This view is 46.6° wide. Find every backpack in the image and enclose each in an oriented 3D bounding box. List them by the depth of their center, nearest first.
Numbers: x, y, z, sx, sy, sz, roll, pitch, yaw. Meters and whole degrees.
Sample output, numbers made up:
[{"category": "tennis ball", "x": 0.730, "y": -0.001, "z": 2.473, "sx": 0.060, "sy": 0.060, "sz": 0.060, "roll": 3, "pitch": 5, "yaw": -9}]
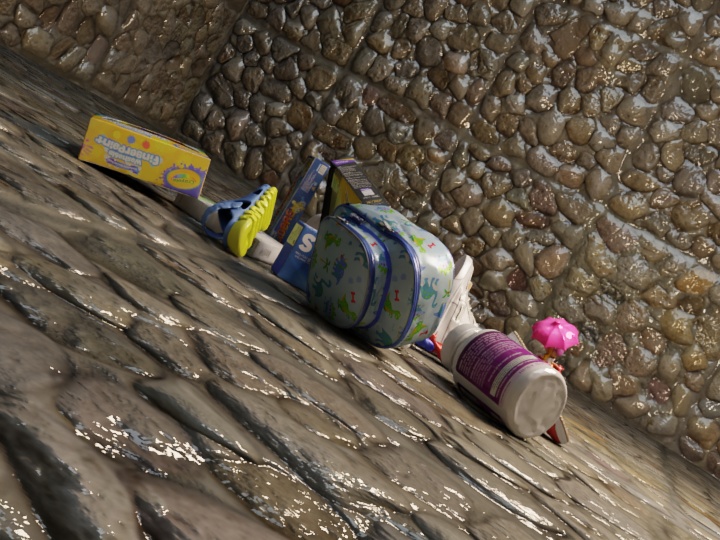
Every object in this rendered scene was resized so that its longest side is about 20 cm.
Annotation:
[{"category": "backpack", "x": 0.022, "y": 0.014, "z": 1.201, "sx": 0.146, "sy": 0.185, "sz": 0.199, "roll": -6, "pitch": 28, "yaw": -44}]

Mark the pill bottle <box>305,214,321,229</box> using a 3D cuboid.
[{"category": "pill bottle", "x": -0.043, "y": -0.044, "z": 1.957, "sx": 0.199, "sy": 0.110, "sz": 0.109, "roll": 28, "pitch": 4, "yaw": -34}]

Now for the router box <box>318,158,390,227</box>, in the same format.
[{"category": "router box", "x": -0.018, "y": -0.083, "z": 1.571, "sx": 0.052, "sy": 0.202, "sz": 0.158, "roll": -11, "pitch": 44, "yaw": -27}]

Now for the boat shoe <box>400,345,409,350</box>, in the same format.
[{"category": "boat shoe", "x": 0.044, "y": 0.029, "z": 1.360, "sx": 0.202, "sy": 0.068, "sz": 0.072, "roll": 62, "pitch": -10, "yaw": 3}]

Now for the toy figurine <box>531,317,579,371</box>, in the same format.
[{"category": "toy figurine", "x": 0.368, "y": 0.184, "z": 1.657, "sx": 0.149, "sy": 0.185, "sz": 0.200, "roll": 32, "pitch": 3, "yaw": 30}]

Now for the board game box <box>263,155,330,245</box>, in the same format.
[{"category": "board game box", "x": -0.129, "y": -0.124, "z": 1.599, "sx": 0.034, "sy": 0.201, "sz": 0.135, "roll": 30, "pitch": 3, "yaw": -12}]

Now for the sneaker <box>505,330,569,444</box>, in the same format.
[{"category": "sneaker", "x": 0.259, "y": 0.215, "z": 1.388, "sx": 0.202, "sy": 0.112, "sz": 0.071, "roll": 61, "pitch": 4, "yaw": 4}]

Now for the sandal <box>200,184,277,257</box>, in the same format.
[{"category": "sandal", "x": -0.194, "y": -0.095, "z": 1.356, "sx": 0.086, "sy": 0.080, "sz": 0.200, "roll": 18, "pitch": 24, "yaw": 7}]

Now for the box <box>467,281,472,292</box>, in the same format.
[{"category": "box", "x": 0.097, "y": 0.036, "z": 1.672, "sx": 0.199, "sy": 0.153, "sz": 0.106, "roll": 27, "pitch": 5, "yaw": -36}]

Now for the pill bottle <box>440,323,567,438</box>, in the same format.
[{"category": "pill bottle", "x": 0.208, "y": 0.157, "z": 1.261, "sx": 0.112, "sy": 0.113, "sz": 0.200, "roll": 28, "pitch": 5, "yaw": -36}]

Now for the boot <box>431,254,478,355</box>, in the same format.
[{"category": "boot", "x": 0.187, "y": 0.077, "z": 1.600, "sx": 0.095, "sy": 0.201, "sz": 0.073, "roll": 33, "pitch": -15, "yaw": -11}]

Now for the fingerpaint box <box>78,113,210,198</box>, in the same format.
[{"category": "fingerpaint box", "x": -0.361, "y": -0.196, "z": 1.402, "sx": 0.198, "sy": 0.074, "sz": 0.167, "roll": 18, "pitch": 8, "yaw": -18}]

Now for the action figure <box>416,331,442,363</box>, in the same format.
[{"category": "action figure", "x": 0.118, "y": 0.126, "z": 1.490, "sx": 0.199, "sy": 0.052, "sz": 0.065, "roll": 33, "pitch": -1, "yaw": -7}]

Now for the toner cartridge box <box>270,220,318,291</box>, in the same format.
[{"category": "toner cartridge box", "x": -0.042, "y": 0.006, "z": 1.398, "sx": 0.199, "sy": 0.096, "sz": 0.043, "roll": 29, "pitch": 5, "yaw": -26}]

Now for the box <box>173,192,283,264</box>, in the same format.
[{"category": "box", "x": -0.219, "y": -0.072, "z": 1.479, "sx": 0.199, "sy": 0.037, "sz": 0.144, "roll": 34, "pitch": 5, "yaw": 26}]
